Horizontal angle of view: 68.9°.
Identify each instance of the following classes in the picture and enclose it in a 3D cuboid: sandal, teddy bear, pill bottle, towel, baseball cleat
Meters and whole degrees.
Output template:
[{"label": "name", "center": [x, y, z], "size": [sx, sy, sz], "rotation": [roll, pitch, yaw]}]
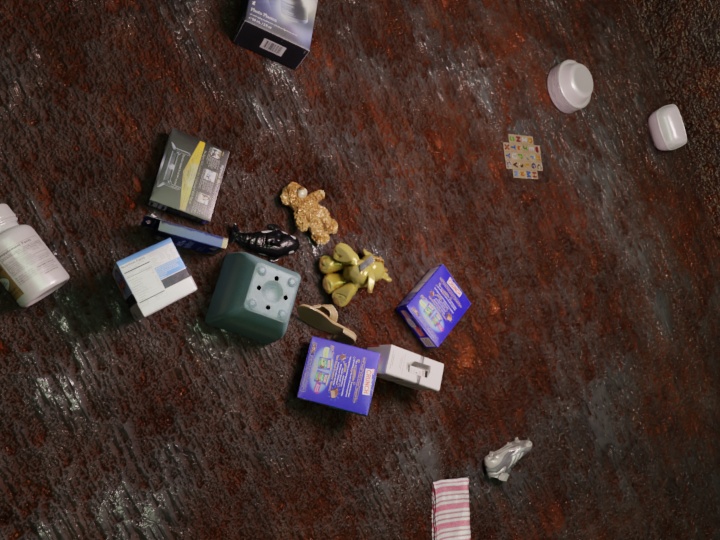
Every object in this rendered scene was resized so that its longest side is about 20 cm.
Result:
[{"label": "sandal", "center": [-0.092, 0.133, 1.503], "size": [0.211, 0.077, 0.071], "rotation": [37, 47, -26]}, {"label": "teddy bear", "center": [-0.140, -0.169, 1.507], "size": [0.144, 0.066, 0.203], "rotation": [-31, 99, -31]}, {"label": "pill bottle", "center": [-0.735, -0.033, 1.124], "size": [0.114, 0.114, 0.202], "rotation": [-39, 102, -27]}, {"label": "towel", "center": [0.287, 0.761, 1.645], "size": [0.144, 0.030, 0.205], "rotation": [5, 81, -30]}, {"label": "baseball cleat", "center": [0.498, 0.640, 1.767], "size": [0.196, 0.070, 0.109], "rotation": [-12, 96, -21]}]

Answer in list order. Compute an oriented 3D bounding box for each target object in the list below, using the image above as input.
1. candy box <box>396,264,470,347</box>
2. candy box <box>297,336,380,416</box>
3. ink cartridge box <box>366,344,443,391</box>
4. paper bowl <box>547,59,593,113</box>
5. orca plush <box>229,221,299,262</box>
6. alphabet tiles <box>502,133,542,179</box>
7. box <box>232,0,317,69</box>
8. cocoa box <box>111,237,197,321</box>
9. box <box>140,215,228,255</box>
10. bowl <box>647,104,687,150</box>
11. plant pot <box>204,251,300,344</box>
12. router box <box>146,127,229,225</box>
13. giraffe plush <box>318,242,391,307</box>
[{"label": "candy box", "center": [0.235, 0.113, 1.668], "size": [0.200, 0.077, 0.170], "rotation": [-44, 104, -25]}, {"label": "candy box", "center": [-0.057, 0.291, 1.442], "size": [0.196, 0.077, 0.173], "rotation": [14, 75, 3]}, {"label": "ink cartridge box", "center": [0.124, 0.288, 1.550], "size": [0.197, 0.146, 0.085], "rotation": [23, 71, -25]}, {"label": "paper bowl", "center": [0.864, -0.755, 2.137], "size": [0.197, 0.104, 0.206], "rotation": [4, 83, -28]}, {"label": "orca plush", "center": [-0.251, -0.089, 1.431], "size": [0.197, 0.071, 0.107], "rotation": [25, 72, -24]}, {"label": "alphabet tiles", "center": [0.623, -0.435, 2.011], "size": [0.196, 0.006, 0.170], "rotation": [-3, 84, -30]}, {"label": "box", "center": [-0.239, -0.726, 1.497], "size": [0.197, 0.123, 0.203], "rotation": [14, 75, -27]}, {"label": "cocoa box", "center": [-0.480, 0.024, 1.212], "size": [0.132, 0.199, 0.133], "rotation": [-30, 97, -28]}, {"label": "box", "center": [-0.438, -0.083, 1.296], "size": [0.197, 0.121, 0.033], "rotation": [18, 76, -26]}, {"label": "bowl", "center": [1.427, -0.662, 2.459], "size": [0.197, 0.074, 0.204], "rotation": [-22, 95, -30]}, {"label": "plant pot", "center": [-0.256, 0.066, 1.334], "size": [0.194, 0.199, 0.200], "rotation": [22, 74, -24]}, {"label": "router box", "center": [-0.441, -0.240, 1.354], "size": [0.155, 0.052, 0.204], "rotation": [20, 74, -26]}, {"label": "giraffe plush", "center": [0.000, 0.000, 1.527], "size": [0.161, 0.197, 0.176], "rotation": [-9, 83, -58]}]
